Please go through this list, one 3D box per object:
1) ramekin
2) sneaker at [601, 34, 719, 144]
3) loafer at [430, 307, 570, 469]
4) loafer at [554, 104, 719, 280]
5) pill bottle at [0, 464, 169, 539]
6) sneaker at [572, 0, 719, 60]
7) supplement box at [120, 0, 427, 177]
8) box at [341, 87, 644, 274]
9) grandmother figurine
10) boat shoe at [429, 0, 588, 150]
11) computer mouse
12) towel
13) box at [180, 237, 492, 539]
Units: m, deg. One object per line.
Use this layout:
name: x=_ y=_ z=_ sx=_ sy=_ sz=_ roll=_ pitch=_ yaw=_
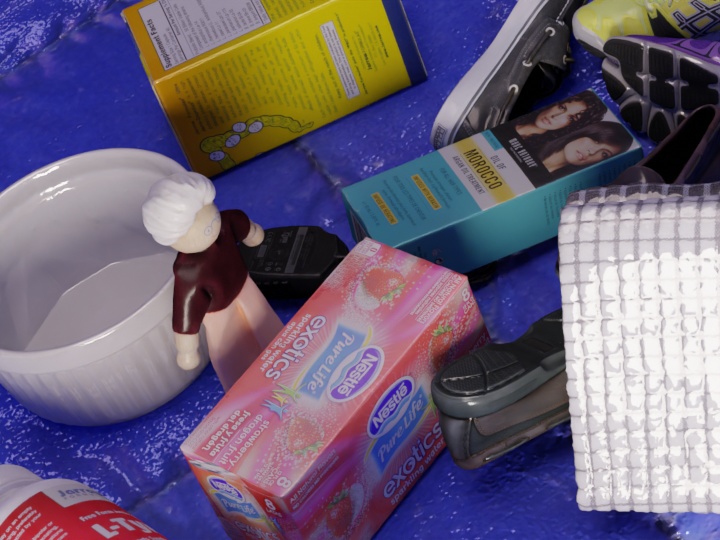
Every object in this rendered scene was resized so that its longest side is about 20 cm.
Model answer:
ramekin: x=-0.188 y=0.019 z=1.578 sx=0.199 sy=0.105 sz=0.201 roll=-12 pitch=44 yaw=12
sneaker: x=0.267 y=-0.130 z=1.566 sx=0.199 sy=0.081 sz=0.083 roll=15 pitch=38 yaw=25
loafer: x=0.133 y=0.067 z=1.424 sx=0.199 sy=0.063 sz=0.072 roll=-20 pitch=29 yaw=-24
loafer: x=0.188 y=-0.052 z=1.465 sx=0.072 sy=0.063 sz=0.200 roll=8 pitch=27 yaw=37
pill bottle: x=-0.175 y=0.200 z=1.388 sx=0.200 sy=0.112 sz=0.112 roll=27 pitch=62 yaw=39
sneaker: x=0.252 y=-0.206 z=1.617 sx=0.199 sy=0.077 sz=0.076 roll=-11 pitch=44 yaw=5
supplement box: x=-0.067 y=-0.176 z=1.713 sx=0.199 sy=0.110 sz=0.109 roll=-24 pitch=43 yaw=-2
box: x=0.095 y=-0.055 z=1.548 sx=0.199 sy=0.049 sz=0.082 roll=-23 pitch=42 yaw=-10
grandmother figurine: x=-0.092 y=0.009 z=1.475 sx=0.060 sy=0.200 sz=0.122 roll=-3 pitch=47 yaw=20
boat shoe: x=0.126 y=-0.151 z=1.645 sx=0.056 sy=0.069 sz=0.200 roll=28 pitch=63 yaw=18
computer mouse: x=0.000 y=0.000 z=1.575 sx=0.199 sy=0.034 sz=0.059 roll=3 pitch=42 yaw=17
towel: x=0.209 y=0.045 z=1.325 sx=0.165 sy=0.201 sz=0.086 roll=-2 pitch=18 yaw=16
box: x=-0.009 y=0.089 z=1.433 sx=0.094 sy=0.103 sz=0.200 roll=21 pitch=58 yaw=37
